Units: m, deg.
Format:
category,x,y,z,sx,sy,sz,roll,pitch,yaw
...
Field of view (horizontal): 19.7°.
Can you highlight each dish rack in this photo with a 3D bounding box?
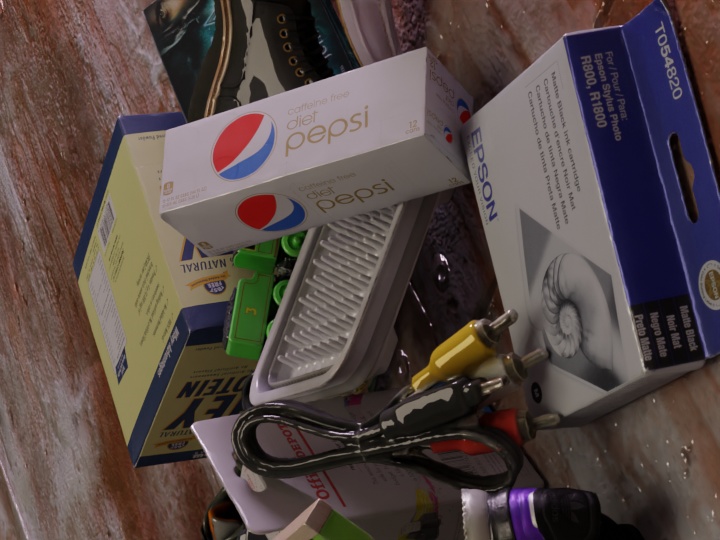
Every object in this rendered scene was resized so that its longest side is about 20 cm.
category,x,y,z,sx,sy,sz,roll,pitch,yaw
dish rack,0.000,0.000,1.375,0.172,0.043,0.201,-21,45,64

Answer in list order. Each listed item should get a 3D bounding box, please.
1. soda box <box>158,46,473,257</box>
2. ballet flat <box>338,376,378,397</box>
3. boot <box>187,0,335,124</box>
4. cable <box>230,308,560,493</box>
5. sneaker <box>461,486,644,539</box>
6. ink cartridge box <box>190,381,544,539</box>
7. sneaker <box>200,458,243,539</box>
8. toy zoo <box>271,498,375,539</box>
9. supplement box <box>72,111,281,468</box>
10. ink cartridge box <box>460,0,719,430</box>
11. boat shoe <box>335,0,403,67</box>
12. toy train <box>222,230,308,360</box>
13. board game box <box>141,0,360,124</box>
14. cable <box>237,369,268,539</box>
category,x,y,z,sx,sy,sz,roll,pitch,yaw
soda box,-0.029,-0.072,1.313,0.199,0.064,0.068,-16,55,28
ballet flat,-0.025,0.091,1.509,0.076,0.064,0.201,50,139,48
boot,-0.034,-0.150,1.390,0.138,0.077,0.201,31,121,37
cable,0.023,0.096,1.222,0.199,0.050,0.097,-20,94,28
sneaker,0.123,0.189,1.199,0.200,0.099,0.070,68,-166,-51
ink cartridge box,0.000,0.139,1.305,0.115,0.199,0.068,-126,38,-47
sneaker,-0.099,0.220,1.627,0.074,0.079,0.201,41,117,44
toy zoo,0.028,0.217,1.199,0.200,0.020,0.131,36,146,-4
supplement box,-0.120,0.013,1.612,0.200,0.134,0.200,116,140,-50
ink cartridge box,0.132,-0.026,1.168,0.200,0.040,0.200,141,120,-61
boat shoe,0.010,-0.216,1.354,0.071,0.069,0.201,-98,-7,-60
toy train,-0.062,-0.025,1.493,0.042,0.056,0.201,107,172,-64
board game box,-0.075,-0.152,1.506,0.135,0.028,0.200,-35,56,16
cable,-0.064,0.167,1.481,0.163,0.051,0.201,-124,36,-84
